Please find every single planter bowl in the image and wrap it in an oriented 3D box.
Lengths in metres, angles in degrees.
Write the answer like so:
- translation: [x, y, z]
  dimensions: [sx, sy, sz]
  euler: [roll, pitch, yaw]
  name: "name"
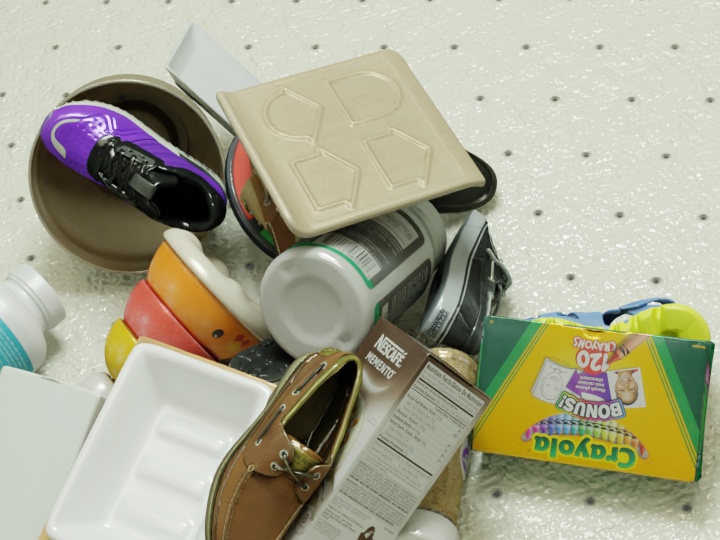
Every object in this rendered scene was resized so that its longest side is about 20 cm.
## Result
- translation: [-0.238, -0.115, 1.611]
  dimensions: [0.198, 0.202, 0.135]
  euler: [-14, 21, 0]
  name: "planter bowl"

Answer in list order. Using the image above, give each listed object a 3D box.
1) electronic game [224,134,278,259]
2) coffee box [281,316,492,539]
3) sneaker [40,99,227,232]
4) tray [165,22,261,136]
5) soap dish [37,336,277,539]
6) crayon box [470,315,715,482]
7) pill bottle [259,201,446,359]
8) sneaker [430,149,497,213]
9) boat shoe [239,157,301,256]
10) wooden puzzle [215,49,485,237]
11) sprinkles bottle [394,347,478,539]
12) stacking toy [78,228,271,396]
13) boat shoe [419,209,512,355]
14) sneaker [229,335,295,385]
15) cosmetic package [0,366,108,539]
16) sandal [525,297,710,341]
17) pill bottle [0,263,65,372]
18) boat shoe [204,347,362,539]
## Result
- translation: [-0.041, -0.086, 1.572]
  dimensions: [0.197, 0.042, 0.202]
  euler: [9, 63, -18]
  name: "electronic game"
- translation: [0.006, 0.153, 1.302]
  dimensions: [0.201, 0.079, 0.114]
  euler: [-55, 25, -1]
  name: "coffee box"
- translation: [-0.214, -0.096, 1.494]
  dimensions: [0.198, 0.070, 0.100]
  euler: [26, 15, -15]
  name: "sneaker"
- translation: [-0.122, -0.167, 1.632]
  dimensions: [0.022, 0.200, 0.108]
  euler: [-38, 20, 32]
  name: "tray"
- translation: [-0.158, 0.173, 1.310]
  dimensions: [0.156, 0.081, 0.202]
  euler: [17, 68, 18]
  name: "soap dish"
- translation: [0.201, 0.110, 1.350]
  dimensions: [0.197, 0.058, 0.121]
  euler: [6, 89, 17]
  name: "crayon box"
- translation: [0.000, 0.000, 1.430]
  dimensions: [0.112, 0.115, 0.200]
  euler: [13, 26, 23]
  name: "pill bottle"
- translation: [0.056, -0.098, 1.530]
  dimensions: [0.198, 0.076, 0.106]
  euler: [13, 2, -18]
  name: "sneaker"
- translation: [-0.076, -0.076, 1.501]
  dimensions: [0.073, 0.076, 0.203]
  euler: [-8, 84, 21]
  name: "boat shoe"
- translation: [-0.011, -0.111, 1.410]
  dimensions: [0.198, 0.047, 0.186]
  euler: [-15, 53, -22]
  name: "wooden puzzle"
- translation: [0.062, 0.165, 1.364]
  dimensions: [0.067, 0.069, 0.202]
  euler: [1, 50, 13]
  name: "sprinkles bottle"
- translation: [-0.194, 0.073, 1.489]
  dimensions: [0.200, 0.146, 0.146]
  euler: [-45, 52, -1]
  name: "stacking toy"
- translation: [0.109, 0.012, 1.479]
  dimensions: [0.068, 0.074, 0.200]
  euler: [28, 27, -4]
  name: "boat shoe"
- translation: [-0.048, 0.099, 1.452]
  dimensions: [0.075, 0.089, 0.199]
  euler: [25, 33, 37]
  name: "sneaker"
- translation: [-0.286, 0.196, 1.359]
  dimensions: [0.112, 0.081, 0.202]
  euler: [15, 76, 25]
  name: "cosmetic package"
- translation: [0.223, 0.067, 1.423]
  dimensions: [0.197, 0.081, 0.087]
  euler: [-6, 11, 17]
  name: "sandal"
- translation: [-0.382, 0.083, 1.507]
  dimensions: [0.110, 0.111, 0.200]
  euler: [32, 62, 33]
  name: "pill bottle"
- translation: [-0.061, 0.148, 1.243]
  dimensions: [0.068, 0.072, 0.202]
  euler: [-14, 47, 59]
  name: "boat shoe"
